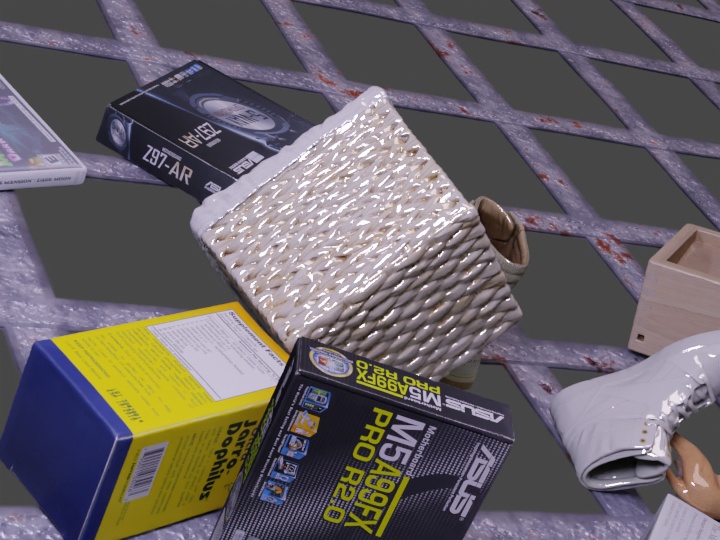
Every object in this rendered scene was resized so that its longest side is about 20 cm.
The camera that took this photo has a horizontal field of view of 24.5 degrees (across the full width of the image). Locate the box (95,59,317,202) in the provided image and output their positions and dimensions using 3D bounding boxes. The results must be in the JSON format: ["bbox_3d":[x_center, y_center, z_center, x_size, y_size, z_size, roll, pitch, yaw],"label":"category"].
[{"bbox_3d":[-0.154,-0.140,1.705,0.160,0.044,0.200,30,29,10],"label":"box"}]

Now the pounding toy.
[{"bbox_3d":[0.400,0.055,1.746,0.183,0.143,0.200,19,23,20],"label":"pounding toy"}]

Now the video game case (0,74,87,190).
[{"bbox_3d":[-0.380,-0.138,1.548,0.181,0.023,0.200,-8,42,-45],"label":"video game case"}]

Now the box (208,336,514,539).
[{"bbox_3d":[-0.004,0.158,1.158,0.159,0.201,0.044,20,29,-10],"label":"box"}]

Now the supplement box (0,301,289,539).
[{"bbox_3d":[-0.146,0.111,1.222,0.199,0.110,0.109,-10,44,-46],"label":"supplement box"}]

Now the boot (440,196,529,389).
[{"bbox_3d":[0.086,-0.007,1.552,0.072,0.155,0.200,9,32,-26],"label":"boot"}]

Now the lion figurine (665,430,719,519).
[{"bbox_3d":[0.344,0.204,1.508,0.198,0.073,0.123,8,38,-2],"label":"lion figurine"}]

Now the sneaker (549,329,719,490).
[{"bbox_3d":[0.277,0.133,1.481,0.116,0.199,0.074,-104,168,-51],"label":"sneaker"}]

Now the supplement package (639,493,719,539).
[{"bbox_3d":[0.288,0.285,1.268,0.199,0.110,0.114,30,29,9],"label":"supplement package"}]

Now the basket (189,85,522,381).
[{"bbox_3d":[0.000,0.000,1.368,0.161,0.199,0.199,53,-4,36],"label":"basket"}]
